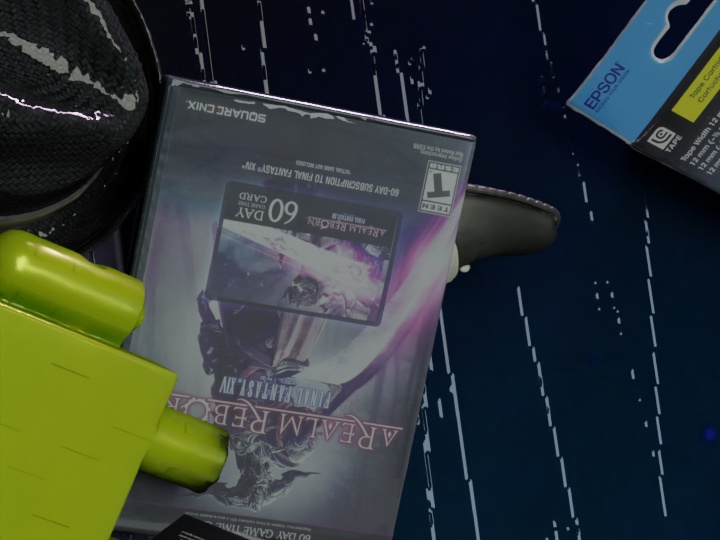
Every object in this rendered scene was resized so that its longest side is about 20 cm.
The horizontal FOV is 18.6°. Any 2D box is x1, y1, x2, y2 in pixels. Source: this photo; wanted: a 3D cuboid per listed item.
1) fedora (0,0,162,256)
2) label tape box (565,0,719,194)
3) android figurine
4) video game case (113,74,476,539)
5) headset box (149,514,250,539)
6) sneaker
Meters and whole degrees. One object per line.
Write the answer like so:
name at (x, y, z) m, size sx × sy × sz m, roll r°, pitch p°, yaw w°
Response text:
fedora at (-0.161, -0.090, 0.927) m, size 0.200 × 0.092 × 0.201 m, roll 4°, pitch 81°, yaw -29°
label tape box at (0.218, -0.108, 1.133) m, size 0.200 × 0.143 × 0.066 m, roll 26°, pitch 23°, yaw -23°
android figurine at (-0.157, 0.074, 0.904) m, size 0.200 × 0.041 × 0.182 m, roll 22°, pitch 89°, yaw -26°
video game case at (-0.037, 0.025, 0.971) m, size 0.143 × 0.019 × 0.200 m, roll 10°, pitch 96°, yaw -17°
headset box at (-0.091, 0.231, 0.879) m, size 0.200 × 0.093 × 0.174 m, roll -34°, pitch 119°, yaw -31°
sneaker at (0.000, 0.000, 1.027) m, size 0.200 × 0.074 × 0.089 m, roll -1°, pitch 88°, yaw -21°
